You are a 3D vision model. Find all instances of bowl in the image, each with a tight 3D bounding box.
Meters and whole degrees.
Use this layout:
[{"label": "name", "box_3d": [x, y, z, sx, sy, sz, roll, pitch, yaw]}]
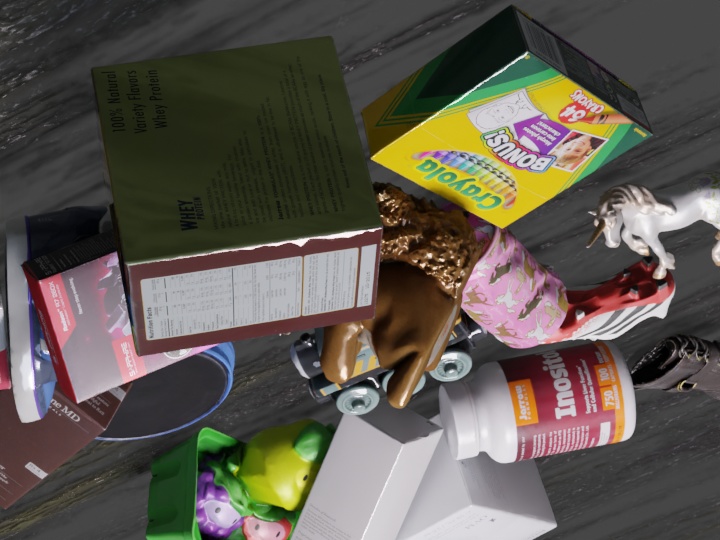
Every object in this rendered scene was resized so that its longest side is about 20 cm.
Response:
[{"label": "bowl", "box_3d": [-0.223, 0.110, 1.830, 0.200, 0.040, 0.201, -11, 148, -7]}]

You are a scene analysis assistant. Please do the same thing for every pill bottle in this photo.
[{"label": "pill bottle", "box_3d": [0.192, 0.148, 1.990, 0.199, 0.113, 0.113, -11, 148, -8]}]

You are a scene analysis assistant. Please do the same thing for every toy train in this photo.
[{"label": "toy train", "box_3d": [0.027, 0.072, 1.844, 0.199, 0.085, 0.114, -22, 135, 14]}]

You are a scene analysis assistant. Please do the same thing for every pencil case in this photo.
[{"label": "pencil case", "box_3d": [0.132, 0.004, 1.771, 0.082, 0.087, 0.200, -13, 152, 24]}]

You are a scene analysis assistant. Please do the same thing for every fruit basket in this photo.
[{"label": "fruit basket", "box_3d": [-0.110, 0.249, 2.010, 0.214, 0.156, 0.216, 2, 158, 1]}]

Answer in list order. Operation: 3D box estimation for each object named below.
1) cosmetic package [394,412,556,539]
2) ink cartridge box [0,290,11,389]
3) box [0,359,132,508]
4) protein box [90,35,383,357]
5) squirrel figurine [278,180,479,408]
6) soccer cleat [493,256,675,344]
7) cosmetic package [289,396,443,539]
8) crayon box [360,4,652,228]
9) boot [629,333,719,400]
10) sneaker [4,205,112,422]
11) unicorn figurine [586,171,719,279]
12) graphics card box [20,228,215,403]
[{"label": "cosmetic package", "box_3d": [0.087, 0.278, 2.124, 0.199, 0.123, 0.200, -32, 152, 25]}, {"label": "ink cartridge box", "box_3d": [-0.419, 0.052, 1.616, 0.199, 0.084, 0.145, -7, 148, -12]}, {"label": "box", "box_3d": [-0.320, 0.143, 1.759, 0.100, 0.075, 0.200, 40, 130, -14]}, {"label": "protein box", "box_3d": [-0.102, -0.061, 1.463, 0.199, 0.199, 0.135, -9, 147, -9]}, {"label": "squirrel figurine", "box_3d": [0.000, 0.000, 1.647, 0.186, 0.142, 0.201, 25, 116, 9]}, {"label": "soccer cleat", "box_3d": [0.234, 0.046, 1.895, 0.199, 0.069, 0.085, -18, 144, -4]}, {"label": "cosmetic package", "box_3d": [0.002, 0.248, 1.982, 0.107, 0.085, 0.201, -5, 120, -63]}, {"label": "crayon box", "box_3d": [0.128, -0.128, 1.587, 0.172, 0.059, 0.200, -34, 143, 27]}, {"label": "boot", "box_3d": [0.415, 0.098, 2.046, 0.174, 0.070, 0.200, 12, 142, -36]}, {"label": "sneaker", "box_3d": [-0.240, 0.039, 1.615, 0.146, 0.081, 0.201, -4, 112, -13]}, {"label": "unicorn figurine", "box_3d": [0.301, -0.050, 1.781, 0.199, 0.074, 0.138, -28, 139, -5]}, {"label": "graphics card box", "box_3d": [-0.178, 0.019, 1.565, 0.199, 0.051, 0.126, -22, 118, -19]}]
